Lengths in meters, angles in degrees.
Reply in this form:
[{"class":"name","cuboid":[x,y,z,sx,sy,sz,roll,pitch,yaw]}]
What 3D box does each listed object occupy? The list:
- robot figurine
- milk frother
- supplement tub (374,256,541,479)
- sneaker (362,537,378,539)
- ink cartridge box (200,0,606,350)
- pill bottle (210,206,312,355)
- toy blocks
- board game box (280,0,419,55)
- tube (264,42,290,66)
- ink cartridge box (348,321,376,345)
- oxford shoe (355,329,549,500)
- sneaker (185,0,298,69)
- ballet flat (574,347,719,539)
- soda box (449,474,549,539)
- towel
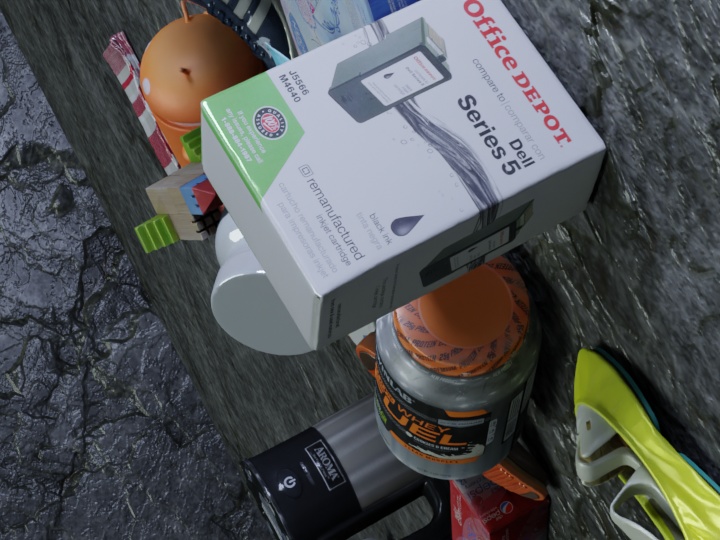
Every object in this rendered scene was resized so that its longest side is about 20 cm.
[{"class":"robot figurine","cuboid":[-0.137,-0.160,1.620,0.116,0.144,0.200,34,163,29]},{"class":"milk frother","cuboid":[-0.003,0.229,1.746,0.181,0.187,0.200,62,167,5]},{"class":"supplement tub","cuboid":[0.071,0.068,1.293,0.123,0.122,0.200,56,165,24]},{"class":"sneaker","cuboid":[0.041,0.428,2.246,0.114,0.072,0.201,47,170,38]},{"class":"ink cartridge box","cuboid":[0.024,-0.068,1.039,0.146,0.199,0.084,57,163,20]},{"class":"pill bottle","cuboid":[-0.047,-0.042,1.337,0.117,0.115,0.201,76,-159,-46]},{"class":"toy blocks","cuboid":[-0.088,-0.083,1.490,0.136,0.199,0.101,4,121,61]},{"class":"board game box","cuboid":[-0.014,-0.206,1.247,0.199,0.043,0.201,44,157,53]},{"class":"tube","cuboid":[0.000,-0.087,1.271,0.200,0.050,0.077,47,174,-38]},{"class":"ink cartridge box","cuboid":[0.000,0.000,1.546,0.200,0.067,0.117,46,159,52]},{"class":"oxford shoe","cuboid":[0.091,0.107,1.432,0.200,0.073,0.071,44,162,-4]},{"class":"sneaker","cuboid":[-0.114,-0.232,1.487,0.201,0.084,0.075,66,166,-15]},{"class":"ballet flat","cuboid":[0.179,0.129,1.121,0.200,0.067,0.067,53,164,37]},{"class":"soda box","cuboid":[0.124,0.238,1.555,0.070,0.063,0.201,54,165,31]},{"class":"towel","cuboid":[-0.288,-0.215,2.316,0.201,0.023,0.144,63,168,-3]}]
